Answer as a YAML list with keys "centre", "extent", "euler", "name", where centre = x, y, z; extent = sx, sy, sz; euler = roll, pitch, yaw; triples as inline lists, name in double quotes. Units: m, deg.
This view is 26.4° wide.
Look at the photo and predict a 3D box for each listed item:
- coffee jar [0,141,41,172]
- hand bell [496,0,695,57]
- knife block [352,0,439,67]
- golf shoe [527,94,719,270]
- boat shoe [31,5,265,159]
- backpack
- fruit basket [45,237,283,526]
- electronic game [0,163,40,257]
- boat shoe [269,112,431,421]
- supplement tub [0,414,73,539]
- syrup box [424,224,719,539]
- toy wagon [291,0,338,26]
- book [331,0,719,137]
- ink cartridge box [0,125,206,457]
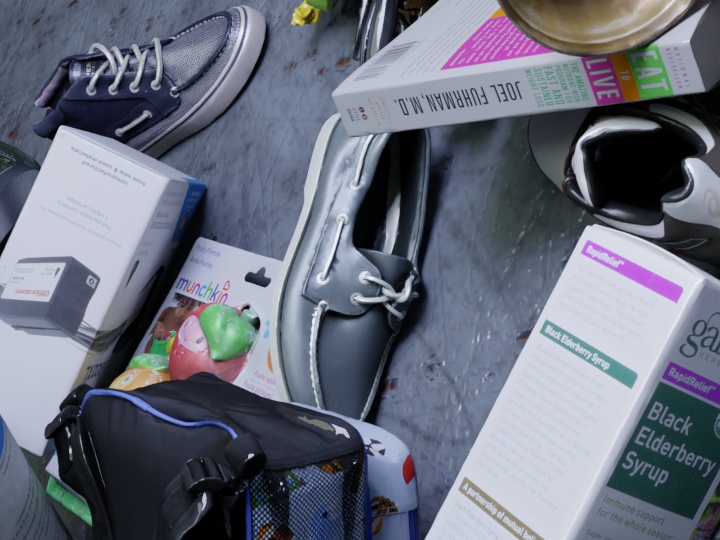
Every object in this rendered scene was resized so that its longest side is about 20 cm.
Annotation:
- centre: [-0.292, -0.024, 1.232]
  extent: [0.085, 0.104, 0.200]
  euler: [-54, 36, 18]
  name: "coffee jar"
- centre: [0.073, -0.176, 0.694]
  extent: [0.104, 0.104, 0.200]
  euler: [-57, 26, 13]
  name: "hand bell"
- centre: [0.043, -0.196, 0.866]
  extent: [0.176, 0.064, 0.200]
  euler: [-90, 12, -49]
  name: "knife block"
- centre: [0.126, -0.058, 0.712]
  extent: [0.200, 0.094, 0.078]
  euler: [33, 101, 56]
  name: "golf shoe"
- centre: [-0.163, -0.141, 1.138]
  extent: [0.200, 0.093, 0.075]
  euler: [-37, 44, 35]
  name: "boat shoe"
- centre: [-0.061, 0.155, 0.771]
  extent: [0.200, 0.154, 0.191]
  euler: [11, 99, 58]
  name: "backpack"
- centre: [-0.111, 0.075, 0.949]
  extent: [0.185, 0.094, 0.200]
  euler: [17, 82, 55]
  name: "fruit basket"
- centre: [-0.266, 0.020, 1.043]
  extent: [0.200, 0.042, 0.200]
  euler: [25, -90, -89]
  name: "electronic game"
- centre: [0.000, 0.000, 0.860]
  extent: [0.062, 0.073, 0.201]
  euler: [-8, 67, 46]
  name: "boat shoe"
- centre: [-0.257, 0.161, 0.951]
  extent: [0.132, 0.200, 0.132]
  euler: [-10, 43, 9]
  name: "supplement tub"
- centre: [0.103, 0.090, 0.669]
  extent: [0.081, 0.079, 0.200]
  euler: [35, 99, 55]
  name: "syrup box"
- centre: [-0.006, -0.241, 0.979]
  extent: [0.155, 0.039, 0.200]
  euler: [-60, -12, -47]
  name: "toy wagon"
- centre: [0.099, -0.116, 0.732]
  extent: [0.200, 0.048, 0.134]
  euler: [-2, 31, 43]
  name: "book"
- centre: [-0.193, 0.012, 1.043]
  extent: [0.200, 0.084, 0.145]
  euler: [-64, -2, 3]
  name: "ink cartridge box"
